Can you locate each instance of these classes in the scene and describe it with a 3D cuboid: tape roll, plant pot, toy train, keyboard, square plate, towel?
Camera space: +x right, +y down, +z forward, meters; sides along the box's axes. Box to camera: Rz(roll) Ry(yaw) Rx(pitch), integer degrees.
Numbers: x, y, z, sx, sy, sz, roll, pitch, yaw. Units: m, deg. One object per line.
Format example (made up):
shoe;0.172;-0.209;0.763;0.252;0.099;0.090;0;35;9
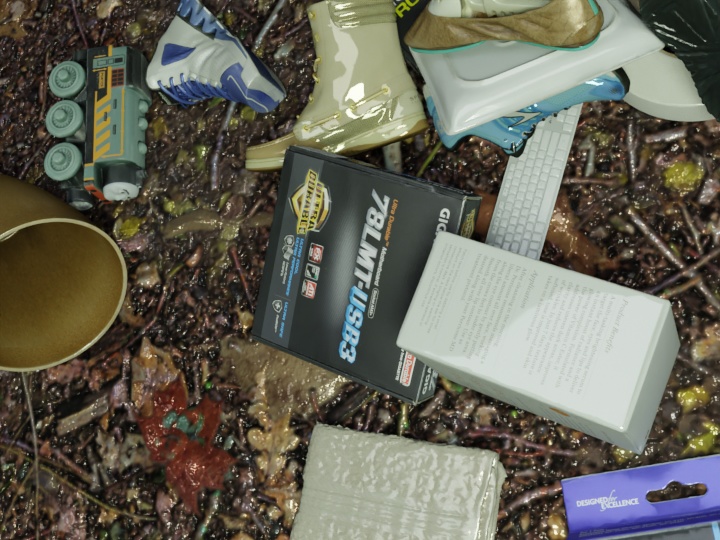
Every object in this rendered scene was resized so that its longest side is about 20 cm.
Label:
tape roll;0.319;-0.240;0.895;0.200;0.037;0.206;-7;71;21
plant pot;-0.386;-0.023;1.055;0.187;0.186;0.200;-49;50;2
toy train;-0.302;-0.170;1.110;0.112;0.085;0.203;-7;72;10
keyboard;0.174;-0.106;0.929;0.056;0.011;0.203;13;80;25
square plate;0.148;-0.216;0.871;0.197;0.029;0.199;-21;38;6
towel;0.032;0.219;0.876;0.197;0.034;0.135;6;75;25

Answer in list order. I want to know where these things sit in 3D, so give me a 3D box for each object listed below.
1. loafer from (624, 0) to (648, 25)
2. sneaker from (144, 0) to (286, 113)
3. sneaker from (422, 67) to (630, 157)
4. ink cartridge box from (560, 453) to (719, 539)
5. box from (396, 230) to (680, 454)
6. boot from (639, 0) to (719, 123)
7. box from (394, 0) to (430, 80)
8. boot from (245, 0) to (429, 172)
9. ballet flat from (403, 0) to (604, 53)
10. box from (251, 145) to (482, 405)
loafer;0.249;-0.317;0.890;0.071;0.063;0.202;-28;55;17
sneaker;-0.175;-0.220;1.077;0.115;0.080;0.200;-47;56;7
sneaker;0.161;-0.157;0.910;0.197;0.078;0.091;-4;104;28
ink cartridge box;0.269;0.252;0.762;0.195;0.043;0.203;-14;68;18
box;0.155;0.062;0.805;0.198;0.152;0.108;19;81;25
boot;0.322;-0.229;0.814;0.073;0.198;0.163;-25;28;51
box;0.093;-0.323;1.009;0.200;0.044;0.161;-42;65;6
boot;-0.041;-0.191;0.978;0.197;0.073;0.158;-14;94;14
ballet flat;0.115;-0.231;0.824;0.198;0.073;0.068;13;51;40
box;0.000;0.000;0.911;0.196;0.049;0.203;20;104;28
